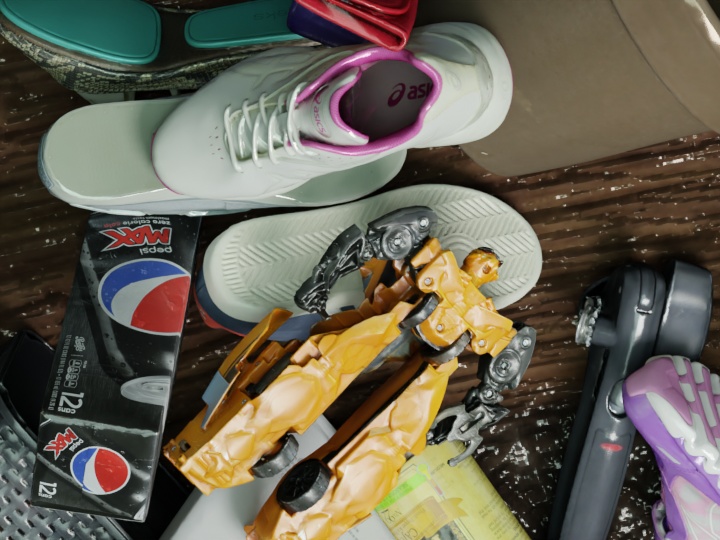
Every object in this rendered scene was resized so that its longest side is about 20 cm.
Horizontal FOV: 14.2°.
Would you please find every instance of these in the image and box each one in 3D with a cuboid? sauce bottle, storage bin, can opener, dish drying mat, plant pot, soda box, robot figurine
[{"bbox_3d":[0.071,0.169,1.626,0.065,0.065,0.200,-37,90,10],"label":"sauce bottle"},{"bbox_3d":[-0.160,0.146,1.601,0.094,0.135,0.200,-39,101,12],"label":"storage bin"},{"bbox_3d":[0.141,0.087,1.620,0.078,0.063,0.201,16,105,-1],"label":"can opener"},{"bbox_3d":[-0.001,-0.167,1.482,0.076,0.200,0.018,24,114,-6],"label":"dish drying mat"},{"bbox_3d":[0.124,-0.137,1.512,0.174,0.200,0.201,-26,104,27],"label":"plant pot"},{"bbox_3d":[-0.127,0.038,1.536,0.063,0.201,0.071,10,130,-3],"label":"soda box"},{"bbox_3d":[-0.003,0.058,1.524,0.200,0.058,0.145,-45,117,-7],"label":"robot figurine"}]

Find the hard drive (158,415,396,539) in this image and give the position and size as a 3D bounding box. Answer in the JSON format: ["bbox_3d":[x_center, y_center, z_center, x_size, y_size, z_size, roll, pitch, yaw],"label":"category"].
[{"bbox_3d":[-0.044,0.165,1.578,0.026,0.200,0.132,-31,105,37],"label":"hard drive"}]

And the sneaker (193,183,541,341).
[{"bbox_3d":[0.000,0.000,1.601,0.199,0.085,0.075,-2,74,-20],"label":"sneaker"}]

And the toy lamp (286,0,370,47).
[{"bbox_3d":[-0.066,-0.180,1.529,0.199,0.058,0.058,34,104,10],"label":"toy lamp"}]

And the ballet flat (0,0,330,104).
[{"bbox_3d":[-0.102,-0.113,1.574,0.199,0.068,0.076,2,131,-1],"label":"ballet flat"}]

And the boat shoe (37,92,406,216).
[{"bbox_3d":[-0.077,-0.065,1.558,0.199,0.071,0.071,-3,87,-13],"label":"boat shoe"}]

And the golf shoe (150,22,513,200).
[{"bbox_3d":[-0.026,-0.081,1.454,0.199,0.091,0.076,-16,90,22],"label":"golf shoe"}]

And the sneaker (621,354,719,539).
[{"bbox_3d":[0.194,0.129,1.606,0.088,0.081,0.200,-27,128,23],"label":"sneaker"}]
